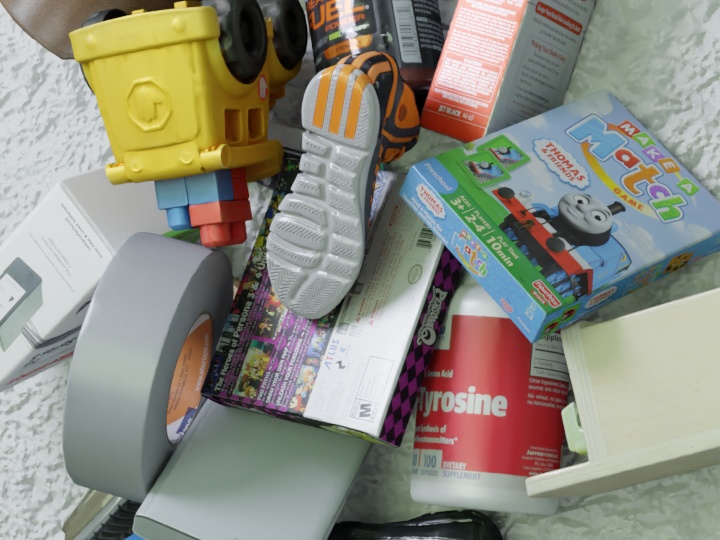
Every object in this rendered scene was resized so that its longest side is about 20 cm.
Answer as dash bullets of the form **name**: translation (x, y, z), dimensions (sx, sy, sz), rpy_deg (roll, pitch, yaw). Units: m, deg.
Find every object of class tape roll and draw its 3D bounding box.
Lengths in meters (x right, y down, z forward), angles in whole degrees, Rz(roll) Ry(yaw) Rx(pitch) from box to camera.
- **tape roll**: translation (-0.159, 0.074, 1.492), dimensions (0.066, 0.200, 0.201), rpy_deg (14, 92, 10)

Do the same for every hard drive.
- **hard drive**: translation (-0.072, 0.150, 1.489), dimensions (0.131, 0.200, 0.026), rpy_deg (22, 130, 7)

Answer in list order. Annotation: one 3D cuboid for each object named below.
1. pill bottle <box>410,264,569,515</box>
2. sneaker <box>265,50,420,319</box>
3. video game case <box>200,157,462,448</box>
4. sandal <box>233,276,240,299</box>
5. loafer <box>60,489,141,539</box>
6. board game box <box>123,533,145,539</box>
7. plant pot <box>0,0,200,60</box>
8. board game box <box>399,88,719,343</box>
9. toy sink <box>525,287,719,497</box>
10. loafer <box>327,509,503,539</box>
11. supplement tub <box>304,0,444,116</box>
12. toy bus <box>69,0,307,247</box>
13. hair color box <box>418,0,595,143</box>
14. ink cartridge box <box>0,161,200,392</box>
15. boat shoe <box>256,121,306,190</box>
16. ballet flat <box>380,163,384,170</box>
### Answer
- **pill bottle**: translation (0.099, 0.077, 1.455), dimensions (0.112, 0.112, 0.201), rpy_deg (1, 82, 29)
- **sneaker**: translation (-0.003, -0.065, 1.425), dimensions (0.077, 0.112, 0.201), rpy_deg (25, 117, 17)
- **video game case**: translation (-0.015, 0.020, 1.462), dimensions (0.181, 0.036, 0.201), rpy_deg (9, 74, 39)
- **sandal**: translation (-0.034, 0.036, 1.559), dimensions (0.211, 0.078, 0.070), rpy_deg (33, 96, 34)
- **loafer**: translation (-0.183, 0.158, 1.636), dimensions (0.200, 0.075, 0.070), rpy_deg (-50, 59, 5)
- **board game box**: translation (-0.162, 0.246, 1.563), dimensions (0.200, 0.152, 0.045), rpy_deg (-34, 70, 23)
- **plant pot**: translation (-0.193, -0.281, 1.626), dimensions (0.198, 0.200, 0.201), rpy_deg (-50, 64, 25)
- **board game box**: translation (0.150, -0.044, 1.401), dimensions (0.151, 0.199, 0.037), rpy_deg (49, 141, 24)
- **toy sink**: translation (0.216, 0.083, 1.381), dimensions (0.199, 0.130, 0.113), rpy_deg (-19, 76, 27)
- **loafer**: translation (0.014, 0.232, 1.504), dimensions (0.200, 0.068, 0.071), rpy_deg (-12, 40, 26)
- **supplement tub**: translation (0.007, -0.220, 1.545), dimensions (0.106, 0.107, 0.201), rpy_deg (-16, 77, 27)
- **toy bus**: translation (-0.115, -0.115, 1.509), dimensions (0.135, 0.200, 0.193), rpy_deg (-9, 94, 23)
- **hair color box**: translation (0.121, -0.188, 1.474), dimensions (0.064, 0.111, 0.201), rpy_deg (21, 94, 29)
- **ink cartridge box**: translation (-0.238, 0.002, 1.610), dimensions (0.200, 0.145, 0.084), rpy_deg (-43, 82, 32)
- **boat shoe**: translation (-0.132, -0.106, 1.635), dimensions (0.199, 0.072, 0.068), rpy_deg (17, 92, 23)
- **ballet flat**: translation (0.000, 0.000, 1.526), dimensions (0.072, 0.072, 0.201), rpy_deg (-26, 57, 25)
